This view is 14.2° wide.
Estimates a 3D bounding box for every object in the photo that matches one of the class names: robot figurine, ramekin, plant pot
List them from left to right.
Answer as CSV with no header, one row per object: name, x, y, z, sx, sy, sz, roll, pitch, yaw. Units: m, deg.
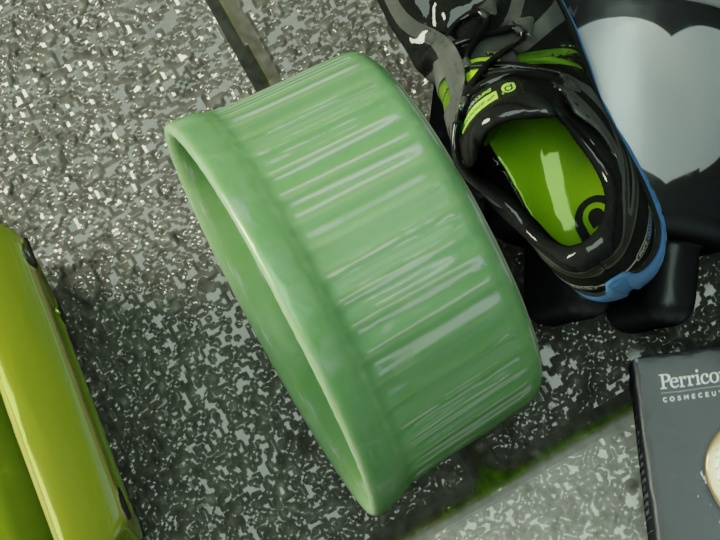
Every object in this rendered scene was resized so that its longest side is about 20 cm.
plant pot,-0.208,0.086,1.311,0.180,0.200,0.200,-20,81,-4
ramekin,0.000,0.000,1.304,0.097,0.200,0.201,-28,81,-7
robot figurine,0.120,-0.074,1.333,0.124,0.150,0.202,-1,82,35

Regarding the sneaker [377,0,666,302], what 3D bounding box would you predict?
sneaker,0.066,-0.079,1.245,0.071,0.083,0.200,-34,74,12

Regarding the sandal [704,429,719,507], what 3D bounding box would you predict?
sandal,0.243,0.123,1.222,0.211,0.070,0.078,35,87,8

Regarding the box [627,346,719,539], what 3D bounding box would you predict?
box,0.230,0.121,1.312,0.199,0.104,0.183,-8,81,3
